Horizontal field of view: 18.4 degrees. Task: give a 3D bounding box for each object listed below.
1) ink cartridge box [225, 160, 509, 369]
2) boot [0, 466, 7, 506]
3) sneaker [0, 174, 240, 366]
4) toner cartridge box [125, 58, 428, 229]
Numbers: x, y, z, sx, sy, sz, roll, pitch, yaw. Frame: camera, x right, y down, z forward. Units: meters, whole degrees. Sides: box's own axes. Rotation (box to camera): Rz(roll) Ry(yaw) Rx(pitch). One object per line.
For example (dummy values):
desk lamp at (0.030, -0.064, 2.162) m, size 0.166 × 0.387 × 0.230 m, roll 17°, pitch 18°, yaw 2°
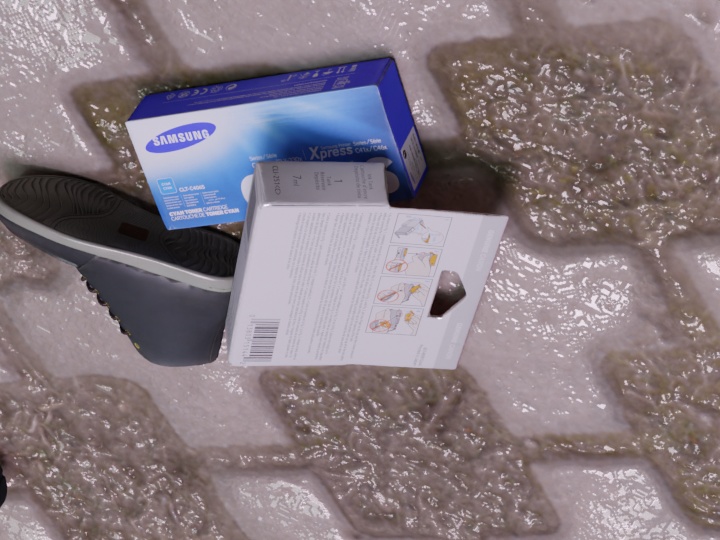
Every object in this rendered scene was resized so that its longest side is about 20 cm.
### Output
ink cartridge box at (0.000, 0.000, 1.601) m, size 0.175 × 0.045 × 0.200 m, roll 1°, pitch 144°, yaw -10°
boot at (-0.408, 0.184, 1.872) m, size 0.200 × 0.076 × 0.168 m, roll 35°, pitch 123°, yaw 3°
sneaker at (-0.190, 0.006, 1.683) m, size 0.199 × 0.075 × 0.106 m, roll 21°, pitch 127°, yaw 3°
toner cartridge box at (-0.060, -0.089, 1.595) m, size 0.199 × 0.043 × 0.095 m, roll -7°, pitch 119°, yaw 23°
